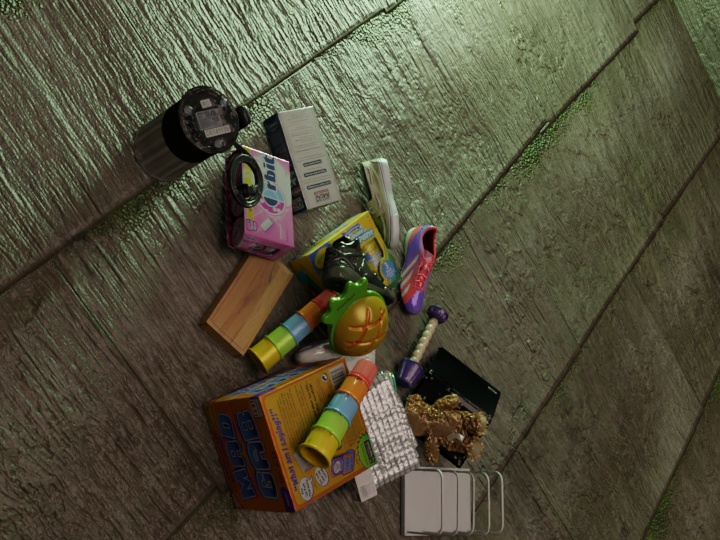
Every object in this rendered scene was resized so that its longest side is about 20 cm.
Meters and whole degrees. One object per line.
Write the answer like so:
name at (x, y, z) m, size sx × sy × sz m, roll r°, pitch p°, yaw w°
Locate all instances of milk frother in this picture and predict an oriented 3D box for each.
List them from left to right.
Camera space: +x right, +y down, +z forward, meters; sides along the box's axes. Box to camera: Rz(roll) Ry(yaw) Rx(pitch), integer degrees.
milk frother at (-0.281, -0.196, 1.523) m, size 0.178 × 0.187 × 0.205 m, roll 0°, pitch 80°, yaw -38°

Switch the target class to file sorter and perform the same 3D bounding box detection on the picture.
file sorter at (0.198, 0.489, 1.812) m, size 0.197 × 0.123 × 0.142 m, roll 12°, pitch 73°, yaw -38°

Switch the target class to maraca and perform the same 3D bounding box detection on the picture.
maraca at (-0.011, 0.090, 1.618) m, size 0.137 × 0.107 × 0.201 m, roll -45°, pitch 146°, yaw -12°

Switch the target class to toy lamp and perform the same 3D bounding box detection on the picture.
toy lamp at (0.134, 0.169, 1.876) m, size 0.058 × 0.058 × 0.201 m, roll 46°, pitch 55°, yaw -22°

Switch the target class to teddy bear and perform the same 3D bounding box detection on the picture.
teddy bear at (0.174, 0.329, 1.798) m, size 0.195 × 0.067 × 0.149 m, roll -1°, pitch 90°, yaw -10°

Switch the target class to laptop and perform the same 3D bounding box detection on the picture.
laptop at (0.196, 0.296, 1.882) m, size 0.176 × 0.103 × 0.201 m, roll 36°, pitch 80°, yaw 3°

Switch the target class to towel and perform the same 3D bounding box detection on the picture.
towel at (0.015, 0.322, 1.691) m, size 0.163 × 0.085 × 0.203 m, roll -23°, pitch 95°, yaw -17°

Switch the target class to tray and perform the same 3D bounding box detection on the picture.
tray at (-0.213, 0.053, 1.623) m, size 0.099 × 0.037 × 0.202 m, roll 45°, pitch 54°, yaw -24°

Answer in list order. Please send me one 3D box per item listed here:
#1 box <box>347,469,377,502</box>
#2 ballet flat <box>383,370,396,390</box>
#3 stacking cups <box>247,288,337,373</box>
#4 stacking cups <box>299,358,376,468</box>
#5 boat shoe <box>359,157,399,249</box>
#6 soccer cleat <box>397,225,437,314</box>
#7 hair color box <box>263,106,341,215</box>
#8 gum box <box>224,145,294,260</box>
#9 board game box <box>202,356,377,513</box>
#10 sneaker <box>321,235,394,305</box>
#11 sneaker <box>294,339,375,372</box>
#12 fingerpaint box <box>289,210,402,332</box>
box at (-0.017, 0.332, 1.613) m, size 0.041 × 0.038 × 0.204 m, roll -17°, pitch 93°, yaw -30°
ballet flat at (0.043, 0.309, 1.767) m, size 0.070 × 0.069 × 0.205 m, roll -1°, pitch 81°, yaw -20°
stacking cups at (-0.125, 0.109, 1.636) m, size 0.200 × 0.060 × 0.061 m, roll -42°, pitch 107°, yaw -22°
stacking cups at (-0.033, 0.233, 1.449) m, size 0.061 × 0.060 × 0.201 m, roll 47°, pitch 53°, yaw -22°
boat shoe at (0.039, -0.144, 1.871) m, size 0.061 × 0.072 × 0.204 m, roll -8°, pitch 81°, yaw -15°
soccer cleat at (0.131, -0.004, 1.901) m, size 0.067 × 0.073 × 0.204 m, roll 21°, pitch 67°, yaw -34°
hair color box at (-0.119, -0.224, 1.749) m, size 0.099 × 0.060 × 0.204 m, roll -19°, pitch 92°, yaw -40°
gum box at (-0.193, -0.123, 1.633) m, size 0.112 × 0.066 × 0.204 m, roll 15°, pitch 58°, yaw -38°
board game box at (-0.127, 0.292, 1.533) m, size 0.198 × 0.198 × 0.204 m, roll -20°, pitch 93°, yaw -41°
sneaker at (0.000, 0.000, 1.690) m, size 0.198 × 0.075 × 0.116 m, roll 27°, pitch 53°, yaw -42°
sneaker at (-0.042, 0.189, 1.709) m, size 0.197 × 0.074 × 0.102 m, roll 5°, pitch 75°, yaw -39°
fingerpaint box at (-0.025, 0.000, 1.768) m, size 0.199 × 0.073 × 0.169 m, roll -37°, pitch 103°, yaw -39°
